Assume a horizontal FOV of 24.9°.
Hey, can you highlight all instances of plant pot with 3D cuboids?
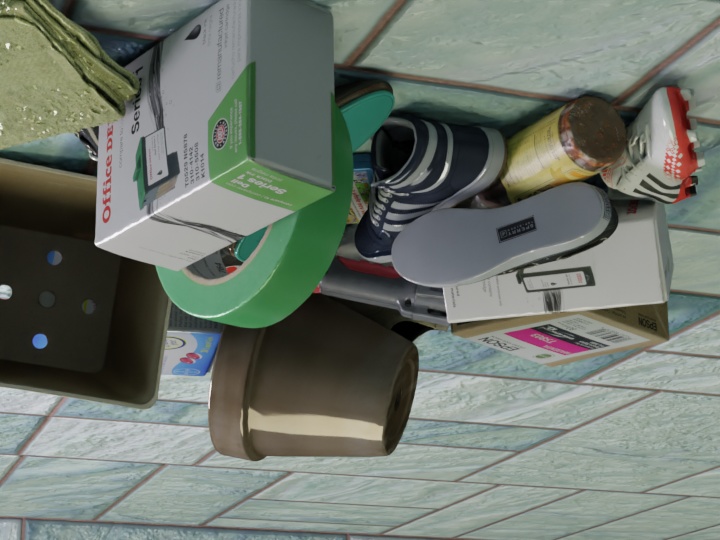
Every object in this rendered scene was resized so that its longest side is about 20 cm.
[{"bbox_3d":[-0.288,0.020,1.523,0.199,0.201,0.177,10,171,-15],"label":"plant pot"},{"bbox_3d":[-0.039,0.112,1.659,0.173,0.201,0.200,13,165,14],"label":"plant pot"}]

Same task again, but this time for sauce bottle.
[{"bbox_3d":[0.146,-0.089,1.403,0.066,0.066,0.200,9,161,-27],"label":"sauce bottle"}]

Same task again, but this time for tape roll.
[{"bbox_3d":[-0.088,-0.057,1.269,0.048,0.201,0.200,14,157,-39],"label":"tape roll"}]

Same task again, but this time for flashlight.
[{"bbox_3d":[0.000,0.000,1.596,0.199,0.068,0.068,10,-165,9],"label":"flashlight"}]

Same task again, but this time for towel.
[{"bbox_3d":[-0.279,-0.146,1.212,0.199,0.037,0.148,-13,143,27],"label":"towel"}]

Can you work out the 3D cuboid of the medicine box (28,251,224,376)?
[{"bbox_3d":[-0.250,0.039,1.723,0.199,0.103,0.182,2,162,-11],"label":"medicine box"}]

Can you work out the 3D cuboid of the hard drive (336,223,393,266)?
[{"bbox_3d":[0.013,-0.012,1.694,0.132,0.027,0.200,13,158,-35],"label":"hard drive"}]

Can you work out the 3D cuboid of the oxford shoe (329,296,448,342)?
[{"bbox_3d":[0.015,0.050,1.722,0.070,0.075,0.200,16,156,-40],"label":"oxford shoe"}]

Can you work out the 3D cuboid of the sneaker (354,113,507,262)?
[{"bbox_3d":[0.027,-0.073,1.418,0.108,0.070,0.200,8,149,-35],"label":"sneaker"}]

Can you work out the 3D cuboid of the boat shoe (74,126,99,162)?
[{"bbox_3d":[-0.191,-0.107,1.330,0.072,0.068,0.200,-11,155,30],"label":"boat shoe"}]

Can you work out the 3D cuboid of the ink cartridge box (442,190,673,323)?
[{"bbox_3d":[0.182,-0.017,1.500,0.199,0.085,0.146,-6,-167,14],"label":"ink cartridge box"}]

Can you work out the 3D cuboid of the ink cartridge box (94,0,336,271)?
[{"bbox_3d":[-0.111,-0.101,1.204,0.084,0.147,0.200,16,152,-38],"label":"ink cartridge box"}]

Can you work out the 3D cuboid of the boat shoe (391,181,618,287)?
[{"bbox_3d":[0.124,-0.024,1.386,0.199,0.069,0.057,-13,162,25],"label":"boat shoe"}]

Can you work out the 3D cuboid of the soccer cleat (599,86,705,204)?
[{"bbox_3d":[0.242,-0.099,1.371,0.085,0.069,0.200,-8,166,8],"label":"soccer cleat"}]

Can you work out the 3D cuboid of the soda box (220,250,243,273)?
[{"bbox_3d":[-0.091,-0.042,1.466,0.063,0.071,0.200,10,160,-32],"label":"soda box"}]

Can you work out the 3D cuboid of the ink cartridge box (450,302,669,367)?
[{"bbox_3d":[0.220,0.042,1.791,0.164,0.075,0.200,-17,157,38],"label":"ink cartridge box"}]

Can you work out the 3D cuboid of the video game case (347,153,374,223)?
[{"bbox_3d":[-0.082,-0.072,1.521,0.199,0.018,0.143,-2,161,4],"label":"video game case"}]

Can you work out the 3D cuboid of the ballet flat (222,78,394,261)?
[{"bbox_3d":[-0.058,-0.096,1.326,0.200,0.068,0.068,-46,147,17],"label":"ballet flat"}]
